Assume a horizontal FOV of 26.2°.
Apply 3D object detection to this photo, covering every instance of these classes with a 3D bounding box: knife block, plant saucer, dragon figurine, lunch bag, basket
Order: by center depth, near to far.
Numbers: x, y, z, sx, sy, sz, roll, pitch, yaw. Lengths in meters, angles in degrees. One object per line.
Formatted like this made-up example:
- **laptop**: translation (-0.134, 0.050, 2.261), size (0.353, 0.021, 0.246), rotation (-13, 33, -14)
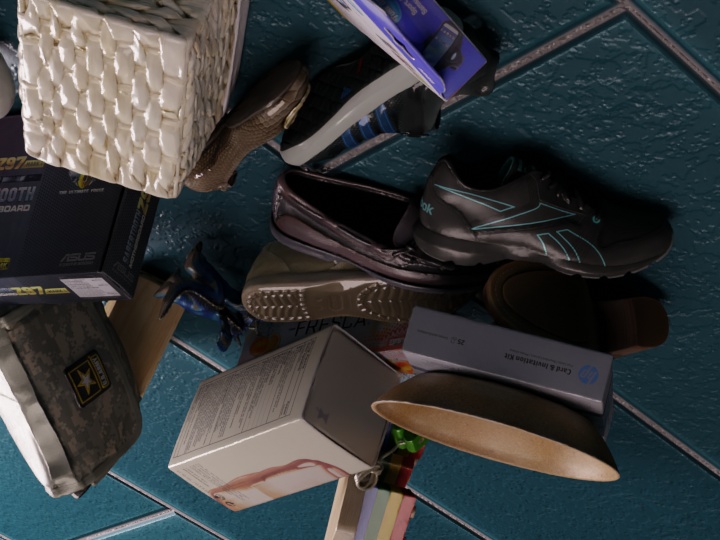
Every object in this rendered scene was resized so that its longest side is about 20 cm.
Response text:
- **basket**: translation (-0.159, -0.159, 1.084), size (0.136, 0.123, 0.200), rotation (17, 148, 1)
- **plant saucer**: translation (0.109, 0.119, 1.211), size (0.200, 0.035, 0.200), rotation (16, 167, 4)
- **lunch bag**: translation (-0.263, 0.088, 1.333), size (0.118, 0.200, 0.164), rotation (-21, 105, 0)
- **dragon figurine**: translation (-0.122, 0.030, 1.345), size (0.099, 0.059, 0.200), rotation (40, -178, -5)
- **knife block**: translation (-0.240, 0.114, 1.469), size (0.064, 0.176, 0.200), rotation (24, 146, -13)

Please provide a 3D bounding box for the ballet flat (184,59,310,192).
- **ballet flat**: translation (-0.084, -0.103, 1.182), size (0.046, 0.067, 0.200), rotation (41, 146, -12)

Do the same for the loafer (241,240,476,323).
- **loafer**: translation (0.000, 0.000, 1.305), size (0.200, 0.068, 0.076), rotation (0, 149, -4)

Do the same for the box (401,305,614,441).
- **box**: translation (0.123, 0.088, 1.235), size (0.156, 0.041, 0.200), rotation (14, 168, 13)

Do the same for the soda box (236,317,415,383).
- **soda box**: translation (-0.014, 0.072, 1.409), size (0.200, 0.068, 0.064), rotation (-9, 139, 34)

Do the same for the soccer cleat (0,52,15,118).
- **soccer cleat**: translation (-0.316, -0.186, 1.158), size (0.086, 0.070, 0.200), rotation (-10, 138, 34)

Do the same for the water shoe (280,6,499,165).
- **water shoe**: translation (0.018, -0.115, 1.121), size (0.079, 0.072, 0.200), rotation (31, 144, -25)

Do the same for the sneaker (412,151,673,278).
- **sneaker**: translation (0.142, -0.043, 1.171), size (0.200, 0.075, 0.079), rotation (3, 116, -6)

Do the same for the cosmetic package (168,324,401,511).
- **cosmetic package**: translation (-0.069, 0.134, 1.369), size (0.087, 0.103, 0.200), rotation (38, 143, -24)

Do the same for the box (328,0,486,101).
- **box**: translation (0.001, -0.178, 0.952), size (0.119, 0.041, 0.200), rotation (43, -178, -35)

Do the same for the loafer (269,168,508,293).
- **loafer**: translation (0.022, -0.034, 1.243), size (0.200, 0.072, 0.063), rotation (13, 142, 10)

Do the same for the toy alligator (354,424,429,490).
- **toy alligator**: translation (0.061, 0.124, 1.391), size (0.054, 0.200, 0.059), rotation (37, 153, 45)

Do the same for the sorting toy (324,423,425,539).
- **sorting toy**: translation (0.017, 0.203, 1.468), size (0.070, 0.200, 0.199), rotation (15, 147, 0)

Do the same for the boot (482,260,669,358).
- **boot**: translation (0.135, 0.043, 1.273), size (0.200, 0.077, 0.155), rotation (4, 167, -41)

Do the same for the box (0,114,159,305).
- **box**: translation (-0.257, -0.052, 1.249), size (0.200, 0.158, 0.051), rotation (-2, 151, 26)
